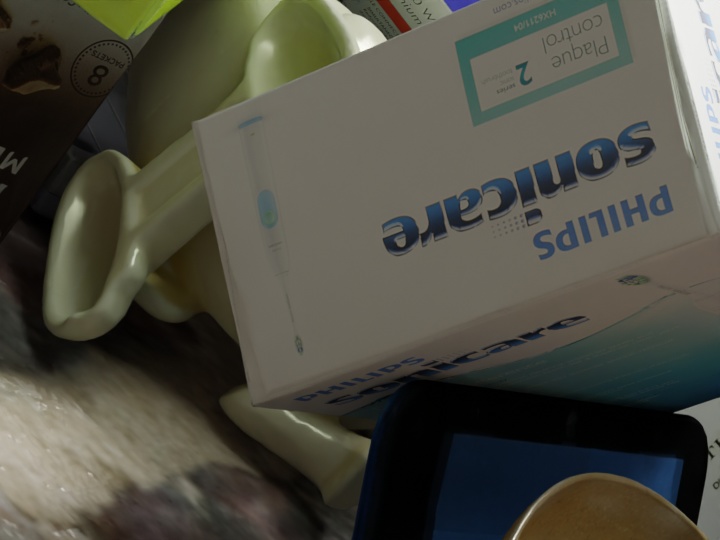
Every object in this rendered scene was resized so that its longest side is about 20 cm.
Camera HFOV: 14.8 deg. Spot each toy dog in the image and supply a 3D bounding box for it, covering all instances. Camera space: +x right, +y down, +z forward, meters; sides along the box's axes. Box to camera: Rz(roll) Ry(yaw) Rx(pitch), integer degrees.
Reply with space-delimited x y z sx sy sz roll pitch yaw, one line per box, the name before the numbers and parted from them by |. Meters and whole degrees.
toy dog | 0.000 0.000 0.969 0.200 0.139 0.194 41 15 -29

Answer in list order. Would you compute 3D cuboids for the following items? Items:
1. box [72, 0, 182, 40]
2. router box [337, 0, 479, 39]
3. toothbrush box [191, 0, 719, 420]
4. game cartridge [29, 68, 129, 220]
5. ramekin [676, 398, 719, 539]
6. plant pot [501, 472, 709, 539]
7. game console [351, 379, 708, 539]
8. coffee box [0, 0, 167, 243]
box | -0.090 -0.138 0.876 0.122 0.048 0.200 38 16 -2
router box | 0.007 -0.089 1.059 0.200 0.049 0.179 52 -28 -15
toothbrush box | 0.070 -0.014 0.788 0.200 0.146 0.086 9 64 -58
game cartridge | -0.096 -0.060 1.084 0.129 0.038 0.200 31 18 -36
ramekin | 0.168 0.066 0.954 0.105 0.200 0.200 28 18 -45
plant pot | 0.077 0.153 0.721 0.200 0.027 0.201 39 40 -43
game console | 0.077 0.135 0.778 0.171 0.119 0.200 47 19 28
coffee box | -0.174 -0.100 0.887 0.199 0.113 0.080 24 22 -42
